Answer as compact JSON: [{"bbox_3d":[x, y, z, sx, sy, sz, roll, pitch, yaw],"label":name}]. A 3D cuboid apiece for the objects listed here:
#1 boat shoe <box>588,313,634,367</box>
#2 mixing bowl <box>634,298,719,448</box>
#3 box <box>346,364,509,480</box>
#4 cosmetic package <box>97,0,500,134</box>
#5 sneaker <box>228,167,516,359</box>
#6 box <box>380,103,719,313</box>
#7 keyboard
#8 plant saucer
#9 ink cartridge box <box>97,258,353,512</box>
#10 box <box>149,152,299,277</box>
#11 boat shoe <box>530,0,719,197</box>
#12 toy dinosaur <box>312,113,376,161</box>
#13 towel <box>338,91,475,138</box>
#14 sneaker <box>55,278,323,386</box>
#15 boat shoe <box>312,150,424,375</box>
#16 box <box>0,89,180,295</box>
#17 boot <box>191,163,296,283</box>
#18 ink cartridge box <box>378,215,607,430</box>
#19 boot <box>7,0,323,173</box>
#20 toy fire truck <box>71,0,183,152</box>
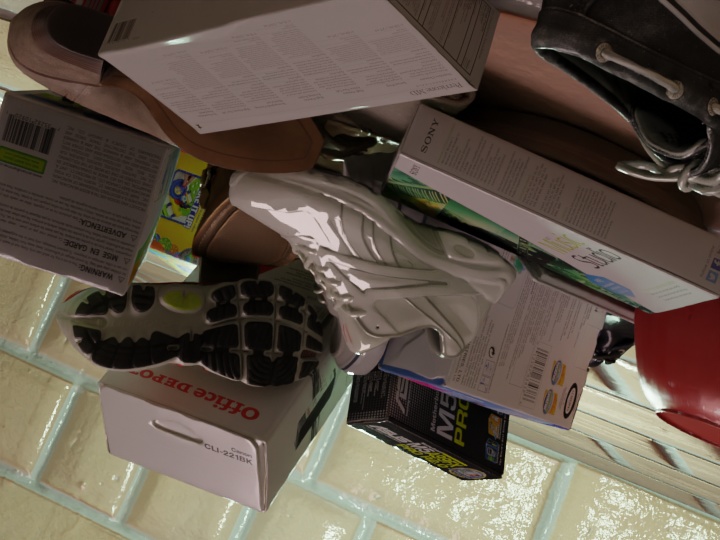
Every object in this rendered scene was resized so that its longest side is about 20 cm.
[{"bbox_3d":[0.206,0.052,1.148,0.070,0.067,0.200,25,172,-9],"label":"boat shoe"},{"bbox_3d":[0.273,0.069,0.935,0.199,0.109,0.200,23,172,3],"label":"mixing bowl"},{"bbox_3d":[0.067,0.054,1.088,0.044,0.201,0.160,-11,150,38],"label":"box"},{"bbox_3d":[-0.035,-0.119,0.668,0.199,0.051,0.082,-2,149,42],"label":"cosmetic package"},{"bbox_3d":[0.000,0.000,0.846,0.199,0.100,0.078,24,179,-14],"label":"sneaker"},{"bbox_3d":[0.111,-0.031,0.803,0.199,0.037,0.144,25,173,0],"label":"box"},{"bbox_3d":[0.159,0.006,0.960,0.200,0.011,0.056,20,-153,-53],"label":"keyboard"},{"bbox_3d":[0.132,-0.052,0.846,0.199,0.030,0.200,24,171,4],"label":"plant saucer"},{"bbox_3d":[-0.094,0.077,1.053,0.143,0.200,0.084,17,131,18],"label":"ink cartridge box"},{"bbox_3d":[-0.079,-0.028,1.261,0.192,0.123,0.200,20,171,21],"label":"box"},{"bbox_3d":[0.146,-0.068,0.568,0.073,0.068,0.199,15,168,47],"label":"boat shoe"},{"bbox_3d":[-0.059,-0.111,0.909,0.199,0.059,0.101,30,171,-34],"label":"toy dinosaur"},{"bbox_3d":[-0.038,-0.136,0.783,0.199,0.035,0.132,25,173,-12],"label":"towel"},{"bbox_3d":[-0.121,0.036,0.959,0.199,0.078,0.085,10,-179,-27],"label":"sneaker"},{"bbox_3d":[-0.005,-0.002,0.951,0.065,0.072,0.201,4,138,-13],"label":"boat shoe"},{"bbox_3d":[-0.192,-0.061,0.926,0.112,0.102,0.200,18,-174,-8],"label":"box"},{"bbox_3d":[-0.086,-0.068,0.983,0.073,0.156,0.200,11,151,-15],"label":"boot"},{"bbox_3d":[0.120,0.041,1.032,0.199,0.137,0.076,22,175,-43],"label":"ink cartridge box"},{"bbox_3d":[-0.126,-0.113,0.832,0.199,0.071,0.146,29,173,-11],"label":"boot"},{"bbox_3d":[-0.160,-0.148,0.987,0.140,0.049,0.200,25,170,-14],"label":"toy fire truck"}]
